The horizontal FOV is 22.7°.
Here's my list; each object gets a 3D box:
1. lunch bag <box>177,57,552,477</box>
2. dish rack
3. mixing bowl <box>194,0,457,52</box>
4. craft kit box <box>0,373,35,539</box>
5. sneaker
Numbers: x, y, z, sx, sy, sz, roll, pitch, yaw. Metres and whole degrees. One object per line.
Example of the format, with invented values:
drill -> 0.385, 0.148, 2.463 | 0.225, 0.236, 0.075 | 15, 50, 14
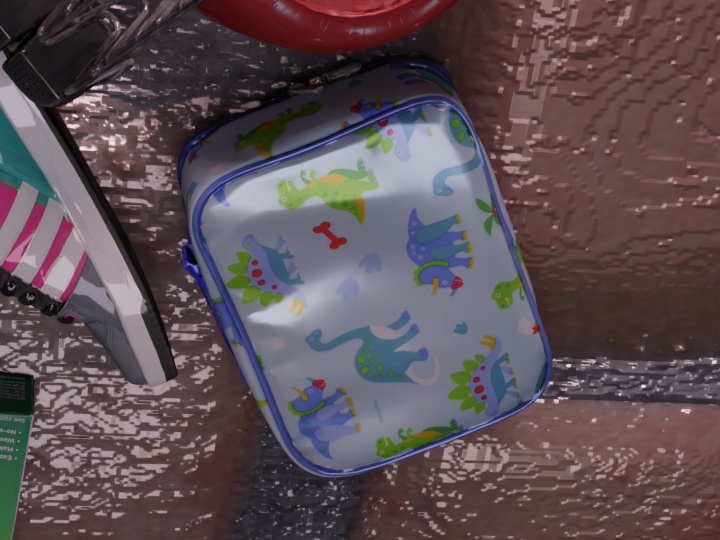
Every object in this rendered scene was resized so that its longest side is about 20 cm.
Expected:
lunch bag -> 0.000, 0.000, 0.921 | 0.160, 0.083, 0.200 | -22, 120, 0
dish rack -> -0.118, -0.160, 0.743 | 0.200, 0.055, 0.154 | -25, 109, 46
mixing bowl -> -0.010, -0.176, 0.811 | 0.199, 0.108, 0.201 | -5, 119, -8
craft kit box -> -0.287, 0.139, 0.961 | 0.199, 0.049, 0.198 | 7, 119, -14
sneaker -> -0.180, -0.006, 0.879 | 0.120, 0.084, 0.200 | -28, 112, -2
